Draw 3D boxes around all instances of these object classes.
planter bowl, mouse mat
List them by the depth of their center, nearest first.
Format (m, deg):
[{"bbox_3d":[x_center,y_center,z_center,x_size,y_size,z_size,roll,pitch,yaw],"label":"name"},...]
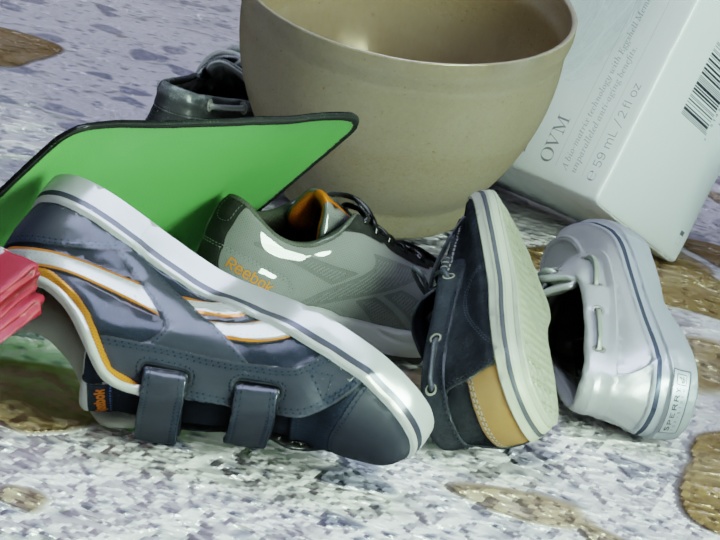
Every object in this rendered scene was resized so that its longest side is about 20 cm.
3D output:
[{"bbox_3d":[-0.109,-0.028,1.165,0.199,0.161,0.008,-5,63,-50],"label":"mouse mat"},{"bbox_3d":[0.018,-0.104,1.472,0.198,0.136,0.201,8,29,-4],"label":"planter bowl"}]

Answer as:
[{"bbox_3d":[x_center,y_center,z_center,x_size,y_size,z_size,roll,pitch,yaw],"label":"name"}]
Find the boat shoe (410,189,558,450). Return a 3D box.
[{"bbox_3d":[0.056,0.022,1.197,0.062,0.075,0.200,-22,26,13],"label":"boat shoe"}]

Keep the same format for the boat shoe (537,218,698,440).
[{"bbox_3d":[0.115,0.020,1.280,0.066,0.074,0.200,11,17,-15],"label":"boat shoe"}]

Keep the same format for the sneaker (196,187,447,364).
[{"bbox_3d":[0.000,0.000,1.246,0.199,0.080,0.074,1,19,-42],"label":"sneaker"}]

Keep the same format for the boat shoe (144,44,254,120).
[{"bbox_3d":[-0.078,-0.104,1.546,0.073,0.069,0.199,21,18,24],"label":"boat shoe"}]

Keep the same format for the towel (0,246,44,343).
[{"bbox_3d":[-0.246,0.011,1.025,0.199,0.023,0.145,22,43,28],"label":"towel"}]

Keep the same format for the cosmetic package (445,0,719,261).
[{"bbox_3d":[0.141,-0.144,1.582,0.199,0.201,0.123,25,-4,37],"label":"cosmetic package"}]

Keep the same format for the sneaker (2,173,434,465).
[{"bbox_3d":[-0.069,0.042,1.060,0.199,0.079,0.080,29,62,10],"label":"sneaker"}]
